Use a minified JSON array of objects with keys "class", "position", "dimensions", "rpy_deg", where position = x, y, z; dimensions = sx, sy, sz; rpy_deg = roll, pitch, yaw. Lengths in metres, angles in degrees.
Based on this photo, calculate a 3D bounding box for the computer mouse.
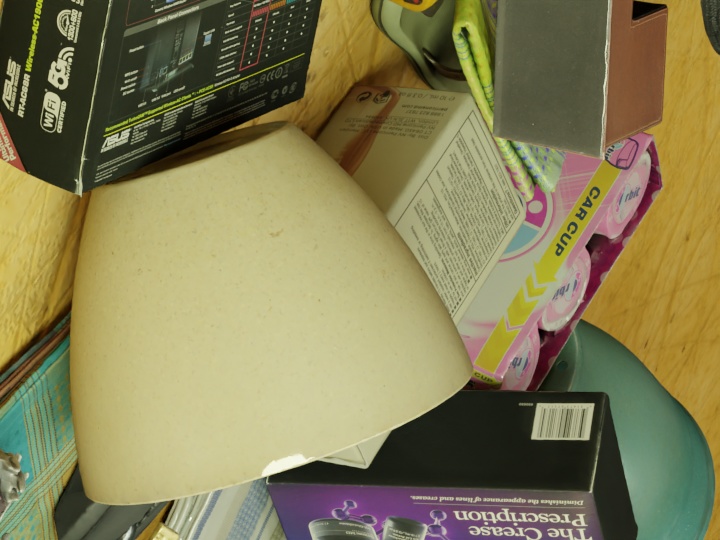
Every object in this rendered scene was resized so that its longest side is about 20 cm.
[{"class":"computer mouse","position":[-0.114,0.127,1.523],"dimensions":[0.201,0.046,0.140],"rpy_deg":[-63,156,-2]}]

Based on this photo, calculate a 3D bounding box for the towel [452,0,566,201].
[{"class":"towel","position":[0.102,-0.156,1.652],"dimensions":[0.144,0.023,0.200],"rpy_deg":[62,34,-35]}]

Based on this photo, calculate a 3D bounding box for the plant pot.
[{"class":"plant pot","position":[0.110,0.112,1.859],"dimensions":[0.201,0.199,0.188],"rpy_deg":[-58,143,-16]}]

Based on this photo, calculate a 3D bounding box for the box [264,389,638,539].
[{"class":"box","position":[0.058,0.143,1.719],"dimensions":[0.141,0.199,0.079],"rpy_deg":[70,25,-50]}]

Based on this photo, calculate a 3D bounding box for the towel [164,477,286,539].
[{"class":"towel","position":[-0.084,0.182,1.716],"dimensions":[0.147,0.024,0.200],"rpy_deg":[-64,158,-7]}]

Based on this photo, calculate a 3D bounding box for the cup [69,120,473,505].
[{"class":"cup","position":[-0.061,0.011,1.374],"dimensions":[0.200,0.200,0.144],"rpy_deg":[-30,105,-52]}]

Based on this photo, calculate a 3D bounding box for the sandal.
[{"class":"sandal","position":[0.066,-0.140,1.671],"dimensions":[0.080,0.057,0.201],"rpy_deg":[-66,156,2]}]

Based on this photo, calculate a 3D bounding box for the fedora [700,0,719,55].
[{"class":"fedora","position":[0.246,-0.241,1.903],"dimensions":[0.201,0.091,0.201],"rpy_deg":[-46,150,-36]}]

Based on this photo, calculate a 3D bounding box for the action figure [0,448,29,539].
[{"class":"action figure","position":[-0.219,0.134,1.328],"dimensions":[0.131,0.069,0.200],"rpy_deg":[-63,155,4]}]

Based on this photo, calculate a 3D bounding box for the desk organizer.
[{"class":"desk organizer","position":[0.124,-0.171,1.548],"dimensions":[0.077,0.071,0.201],"rpy_deg":[-26,122,-53]}]

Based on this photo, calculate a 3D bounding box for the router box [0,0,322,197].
[{"class":"router box","position":[-0.089,-0.137,1.348],"dimensions":[0.200,0.062,0.151],"rpy_deg":[-28,138,-54]}]

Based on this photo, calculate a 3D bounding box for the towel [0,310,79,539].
[{"class":"towel","position":[-0.163,0.110,1.487],"dimensions":[0.147,0.022,0.201],"rpy_deg":[-47,152,-34]}]

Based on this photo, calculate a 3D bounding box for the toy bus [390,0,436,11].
[{"class":"toy bus","position":[0.044,-0.209,1.553],"dimensions":[0.200,0.065,0.079],"rpy_deg":[-46,152,-37]}]

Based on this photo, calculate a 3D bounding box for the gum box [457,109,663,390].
[{"class":"gum box","position":[0.089,-0.013,1.773],"dimensions":[0.200,0.113,0.066],"rpy_deg":[-56,155,-18]}]

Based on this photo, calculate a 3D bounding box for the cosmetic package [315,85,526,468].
[{"class":"cosmetic package","position":[0.000,0.000,1.583],"dimensions":[0.200,0.087,0.104],"rpy_deg":[-55,136,-34]}]
